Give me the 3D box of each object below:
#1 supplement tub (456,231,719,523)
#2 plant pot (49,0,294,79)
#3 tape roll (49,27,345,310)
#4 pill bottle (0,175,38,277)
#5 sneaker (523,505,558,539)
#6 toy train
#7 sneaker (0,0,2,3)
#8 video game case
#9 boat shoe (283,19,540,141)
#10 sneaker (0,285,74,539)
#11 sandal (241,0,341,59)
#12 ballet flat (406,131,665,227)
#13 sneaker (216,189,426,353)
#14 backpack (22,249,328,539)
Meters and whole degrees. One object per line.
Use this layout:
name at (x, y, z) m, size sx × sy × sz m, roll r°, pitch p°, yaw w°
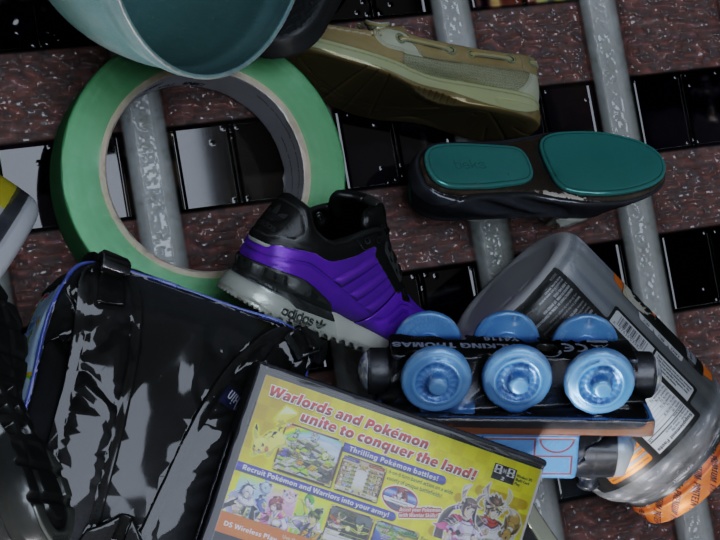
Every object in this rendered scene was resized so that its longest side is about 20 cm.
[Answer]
supplement tub at (0.173, 0.080, 1.268) m, size 0.200 × 0.123 × 0.123 m, roll 46°, pitch 71°, yaw -10°
plant pot at (-0.145, -0.230, 1.152) m, size 0.200 × 0.134 × 0.200 m, roll -19°, pitch 114°, yaw -53°
tape roll at (-0.112, -0.065, 1.224) m, size 0.200 × 0.048 × 0.201 m, roll 3°, pitch 82°, yaw -20°
pill bottle at (-0.313, -0.052, 1.114) m, size 0.200 × 0.112 × 0.112 m, roll 35°, pitch 73°, yaw -13°
sneaker at (0.063, 0.184, 1.238) m, size 0.106 × 0.075 × 0.200 m, roll -42°, pitch 99°, yaw -23°
toy train at (0.097, 0.091, 1.169) m, size 0.200 × 0.087 × 0.114 m, roll 1°, pitch 112°, yaw -4°
sneaker at (-0.242, -0.268, 1.185) m, size 0.070 × 0.082 × 0.200 m, roll 17°, pitch 78°, yaw -17°
video game case at (-0.001, 0.173, 1.091) m, size 0.200 × 0.026 × 0.181 m, roll 20°, pitch 81°, yaw -15°
boat shoe at (0.039, -0.147, 1.281) m, size 0.201 × 0.073 × 0.063 m, roll 12°, pitch 67°, yaw -19°
sneaker at (-0.232, 0.080, 1.029) m, size 0.079 × 0.075 × 0.200 m, roll -24°, pitch 70°, yaw 14°
sandal at (-0.024, -0.213, 1.261) m, size 0.200 × 0.075 × 0.048 m, roll -59°, pitch 143°, yaw -33°
ballet flat at (0.124, -0.064, 1.301) m, size 0.200 × 0.073 × 0.073 m, roll -3°, pitch 84°, yaw -20°
sneaker at (0.000, 0.000, 1.199) m, size 0.200 × 0.070 × 0.100 m, roll 21°, pitch 93°, yaw -47°
backpack at (-0.144, 0.114, 1.133) m, size 0.183 × 0.147 × 0.200 m, roll 21°, pitch 73°, yaw -14°
